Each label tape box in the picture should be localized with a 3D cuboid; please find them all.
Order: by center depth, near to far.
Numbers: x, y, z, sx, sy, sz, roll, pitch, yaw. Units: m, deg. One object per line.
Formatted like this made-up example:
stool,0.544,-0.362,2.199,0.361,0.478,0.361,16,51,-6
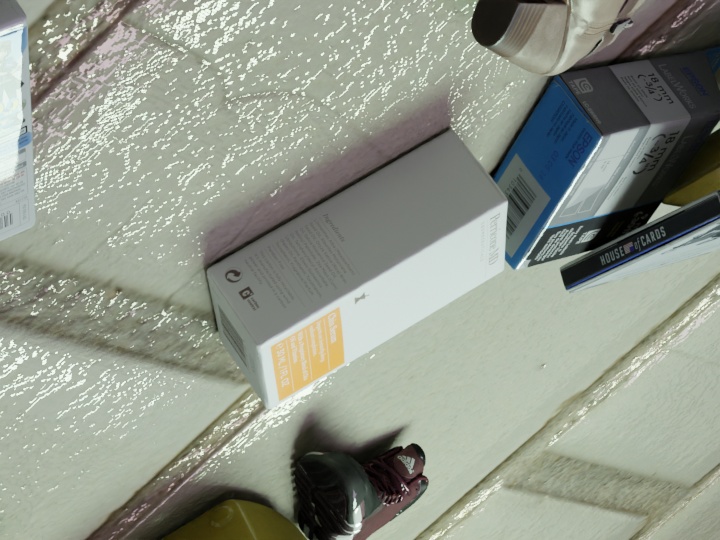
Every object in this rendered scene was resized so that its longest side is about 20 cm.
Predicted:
label tape box,0.197,-0.086,1.545,0.199,0.063,0.145,-14,147,-39

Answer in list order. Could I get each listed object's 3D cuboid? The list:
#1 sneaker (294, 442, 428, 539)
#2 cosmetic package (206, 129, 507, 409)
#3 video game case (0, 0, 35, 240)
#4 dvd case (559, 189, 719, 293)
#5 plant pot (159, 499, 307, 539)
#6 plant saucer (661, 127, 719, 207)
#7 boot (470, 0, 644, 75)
sneaker,0.008,0.171,1.751,0.115,0.076,0.200,-34,166,-18
cosmetic package,0.000,0.000,1.433,0.199,0.071,0.102,-31,154,-13
video game case,-0.262,-0.044,1.084,0.199,0.022,0.183,-25,153,-22
dvd case,0.259,-0.034,1.545,0.149,0.025,0.200,-14,173,-32
plant pot,-0.096,0.305,1.687,0.193,0.196,0.201,-30,130,-4
plant saucer,0.351,-0.090,1.566,0.198,0.049,0.200,7,162,-22
boot,0.149,-0.204,1.293,0.146,0.070,0.200,-13,148,-52
